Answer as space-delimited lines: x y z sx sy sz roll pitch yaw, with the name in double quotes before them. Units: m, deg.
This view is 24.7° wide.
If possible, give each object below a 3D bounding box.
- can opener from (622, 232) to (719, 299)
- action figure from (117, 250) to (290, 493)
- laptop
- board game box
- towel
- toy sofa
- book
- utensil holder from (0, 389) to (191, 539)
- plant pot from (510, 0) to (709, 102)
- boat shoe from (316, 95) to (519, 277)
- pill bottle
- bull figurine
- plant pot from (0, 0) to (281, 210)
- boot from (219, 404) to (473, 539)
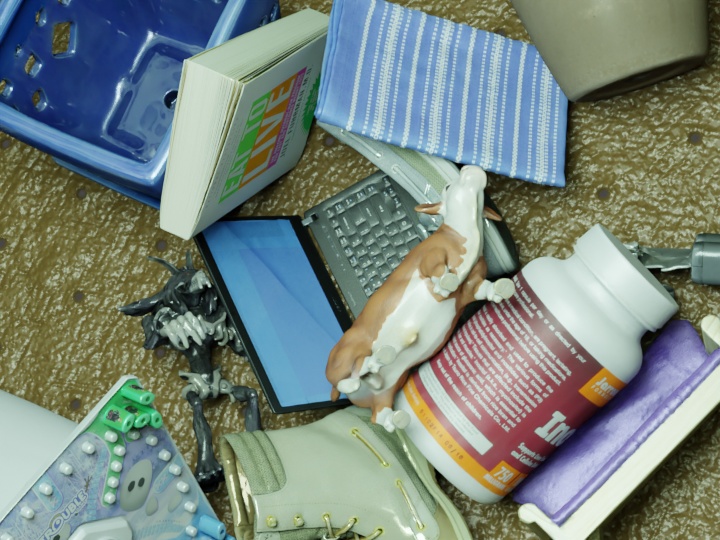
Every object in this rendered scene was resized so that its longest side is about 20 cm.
"can opener" 0.264 0.008 1.230 0.199 0.053 0.067 3 106 16
"action figure" -0.112 0.064 1.277 0.119 0.102 0.200 -6 69 -34
"laptop" 0.000 0.000 1.270 0.200 0.103 0.178 -29 68 6
"board game box" -0.181 0.207 1.149 0.026 0.200 0.200 20 57 35
"towel" 0.067 -0.144 1.268 0.199 0.024 0.145 15 51 -7
"toy sofa" 0.198 0.121 1.186 0.200 0.083 0.098 -45 68 -1
"book" -0.084 -0.115 1.256 0.048 0.200 0.134 24 117 12
"utensil holder" -0.256 0.183 1.232 0.200 0.170 0.170 20 79 35
"plant pot" 0.190 -0.228 1.256 0.200 0.200 0.175 -18 86 10
"boat shoe" 0.047 -0.067 1.274 0.065 0.074 0.202 -42 75 10
"pill bottle" 0.129 0.065 1.191 0.200 0.113 0.113 -45 66 11
"bull figurine" 0.046 0.021 1.170 0.065 0.121 0.200 32 96 -15
"plant pot" -0.171 -0.157 1.327 0.200 0.180 0.200 22 80 22
"boot" -0.007 0.191 1.189 0.154 0.072 0.200 -9 59 -28
